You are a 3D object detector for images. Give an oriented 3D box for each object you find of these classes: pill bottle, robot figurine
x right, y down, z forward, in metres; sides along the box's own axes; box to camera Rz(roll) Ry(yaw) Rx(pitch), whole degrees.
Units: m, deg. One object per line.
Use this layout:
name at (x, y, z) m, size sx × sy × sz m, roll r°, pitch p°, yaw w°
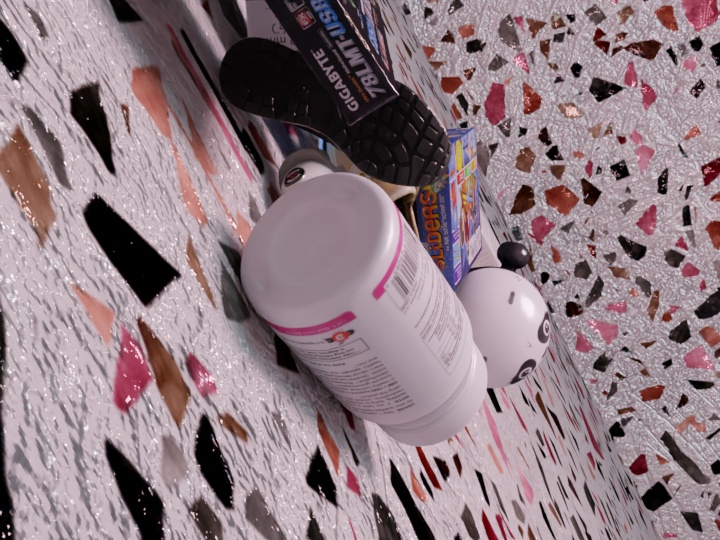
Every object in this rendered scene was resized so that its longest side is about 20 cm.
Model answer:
pill bottle at (0.011, 0.036, 0.807) m, size 0.200 × 0.112 × 0.114 m, roll 52°, pitch 16°, yaw -46°
robot figurine at (0.134, 0.058, 1.223) m, size 0.200 × 0.123 × 0.152 m, roll 157°, pitch -86°, yaw -89°

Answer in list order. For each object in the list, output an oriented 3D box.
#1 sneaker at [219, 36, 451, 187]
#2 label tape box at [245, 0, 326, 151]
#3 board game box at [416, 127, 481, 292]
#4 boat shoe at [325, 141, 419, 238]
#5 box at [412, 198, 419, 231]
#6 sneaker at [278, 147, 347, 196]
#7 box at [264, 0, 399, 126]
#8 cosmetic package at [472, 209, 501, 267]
sneaker at (-0.015, -0.135, 0.952) m, size 0.198 × 0.077 × 0.088 m, roll 27°, pitch 9°, yaw -2°
label tape box at (-0.063, -0.205, 1.058) m, size 0.144 × 0.065 × 0.203 m, roll -78°, pitch 168°, yaw -71°
board game box at (0.090, -0.065, 1.162) m, size 0.200 × 0.034 × 0.138 m, roll -41°, pitch 128°, yaw -73°
boat shoe at (0.021, -0.068, 1.050) m, size 0.074 × 0.066 × 0.203 m, roll -15°, pitch 94°, yaw -54°
box at (0.037, -0.099, 1.195) m, size 0.200 × 0.078 × 0.144 m, roll 5°, pitch 82°, yaw -76°
sneaker at (0.000, 0.000, 0.946) m, size 0.200 × 0.074 × 0.089 m, roll 47°, pitch 20°, yaw -25°
box at (-0.046, -0.229, 0.833) m, size 0.200 × 0.049 × 0.201 m, roll 56°, pitch 15°, yaw -28°
cosmetic package at (0.175, 0.023, 1.616) m, size 0.202 × 0.084 × 0.108 m, roll 61°, pitch 13°, yaw -19°
